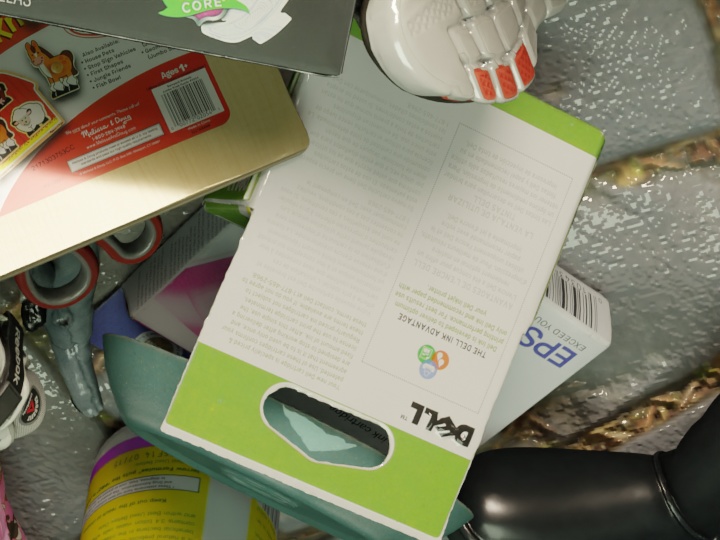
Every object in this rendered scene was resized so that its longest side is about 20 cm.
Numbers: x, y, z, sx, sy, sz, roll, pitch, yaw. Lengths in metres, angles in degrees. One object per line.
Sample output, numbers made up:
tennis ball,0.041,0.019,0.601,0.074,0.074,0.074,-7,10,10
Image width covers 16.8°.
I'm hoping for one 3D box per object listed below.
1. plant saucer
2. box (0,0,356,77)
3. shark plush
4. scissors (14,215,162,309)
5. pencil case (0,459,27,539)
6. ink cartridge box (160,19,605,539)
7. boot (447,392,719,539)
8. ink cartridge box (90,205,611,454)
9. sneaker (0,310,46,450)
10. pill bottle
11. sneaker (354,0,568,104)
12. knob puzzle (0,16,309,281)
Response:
plant saucer,-0.042,0.091,1.176,0.199,0.036,0.200,25,170,5
box,-0.094,-0.169,0.950,0.199,0.124,0.150,10,100,-8
shark plush,-0.161,-0.007,1.158,0.090,0.084,0.201,4,132,-3
scissors,-0.166,-0.044,1.060,0.073,0.014,0.200,-39,134,12
pencil case,-0.203,0.169,1.313,0.086,0.083,0.201,-18,133,2
ink cartridge box,0.000,0.000,1.092,0.147,0.076,0.201,24,85,-20
boot,0.158,0.092,1.237,0.199,0.077,0.168,12,136,-31
ink cartridge box,-0.011,0.034,1.224,0.196,0.043,0.200,32,124,-26
sneaker,-0.182,0.042,1.133,0.088,0.075,0.200,18,162,-14
pill bottle,-0.098,0.179,1.244,0.103,0.201,0.105,2,136,2
sneaker,0.028,-0.106,1.002,0.081,0.200,0.078,-12,102,23
knob puzzle,-0.142,-0.105,1.032,0.218,0.221,0.030,8,167,-7
